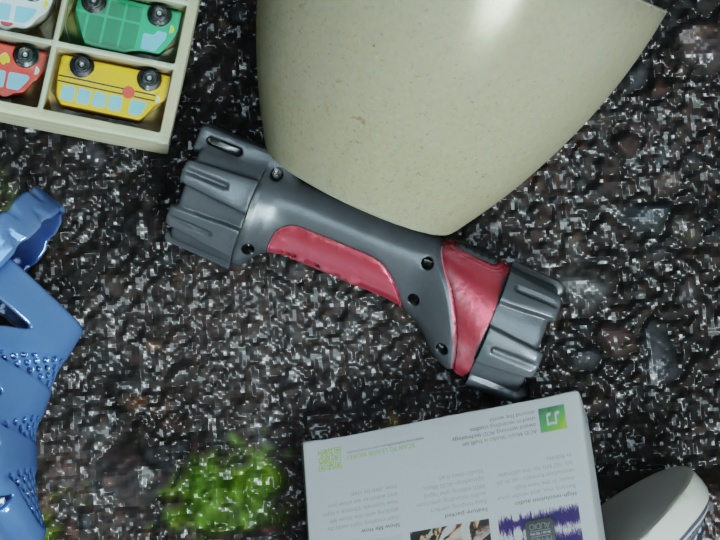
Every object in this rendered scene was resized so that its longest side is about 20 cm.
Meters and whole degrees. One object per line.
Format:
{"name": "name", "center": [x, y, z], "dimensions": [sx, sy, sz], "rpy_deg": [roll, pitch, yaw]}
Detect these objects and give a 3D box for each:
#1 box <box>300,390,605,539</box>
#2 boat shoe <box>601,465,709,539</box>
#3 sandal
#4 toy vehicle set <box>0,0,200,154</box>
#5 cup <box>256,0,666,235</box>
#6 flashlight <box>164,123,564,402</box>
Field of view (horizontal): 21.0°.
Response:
{"name": "box", "center": [0.049, 0.164, 0.913], "dimensions": [0.143, 0.036, 0.201], "rpy_deg": [-11, 58, 12]}
{"name": "boat shoe", "center": [0.117, 0.195, 0.959], "dimensions": [0.200, 0.075, 0.093], "rpy_deg": [-44, 102, -8]}
{"name": "sandal", "center": [-0.176, 0.036, 0.947], "dimensions": [0.086, 0.079, 0.202], "rpy_deg": [-11, 84, -10]}
{"name": "toy vehicle set", "center": [-0.183, -0.141, 0.995], "dimensions": [0.198, 0.027, 0.125], "rpy_deg": [11, 81, -4]}
{"name": "cup", "center": [0.028, -0.102, 0.940], "dimensions": [0.199, 0.200, 0.144], "rpy_deg": [24, 100, -1]}
{"name": "flashlight", "center": [0.000, 0.000, 0.976], "dimensions": [0.199, 0.068, 0.068], "rpy_deg": [21, 55, 2]}
